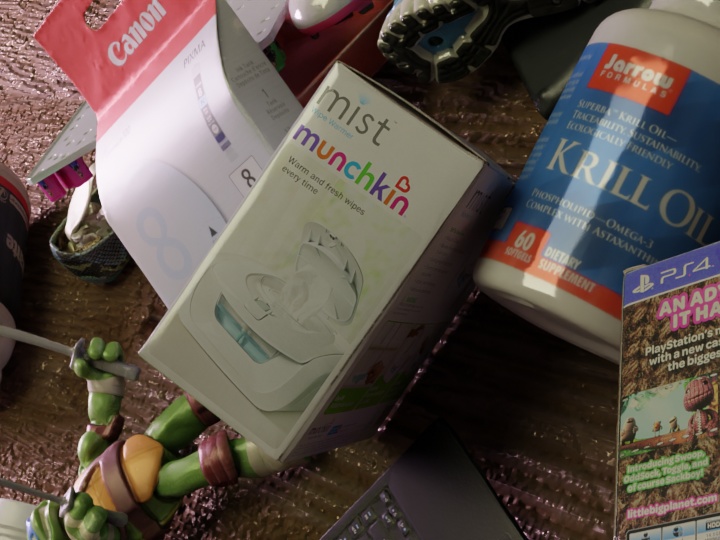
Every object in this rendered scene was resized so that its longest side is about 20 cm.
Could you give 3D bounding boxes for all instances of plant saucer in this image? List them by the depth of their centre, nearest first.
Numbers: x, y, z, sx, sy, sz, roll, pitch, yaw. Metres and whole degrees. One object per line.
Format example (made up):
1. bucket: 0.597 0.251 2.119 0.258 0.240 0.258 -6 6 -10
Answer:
1. plant saucer: -0.046 -0.135 1.084 0.200 0.037 0.200 -12 30 46

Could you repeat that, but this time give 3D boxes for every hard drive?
1. hard drive: 0.162 -0.191 0.931 0.200 0.033 0.140 -43 39 22

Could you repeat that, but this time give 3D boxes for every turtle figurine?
1. turtle figurine: -0.143 0.096 0.978 0.194 0.200 0.144 -25 10 6

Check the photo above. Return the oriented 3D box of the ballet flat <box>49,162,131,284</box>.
1. ballet flat: -0.166 -0.077 1.215 0.200 0.074 0.074 -55 36 7

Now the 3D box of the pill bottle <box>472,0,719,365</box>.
1. pill bottle: 0.146 -0.058 0.791 0.112 0.112 0.200 21 83 54

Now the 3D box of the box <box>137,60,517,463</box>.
1. box: 0.000 0.000 0.850 0.097 0.200 0.177 35 96 12

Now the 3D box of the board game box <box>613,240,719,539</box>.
1. board game box: 0.194 0.084 0.647 0.159 0.097 0.200 -21 51 41

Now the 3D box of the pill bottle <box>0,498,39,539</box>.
1. pill bottle: -0.241 0.254 1.044 0.104 0.104 0.200 -8 59 47

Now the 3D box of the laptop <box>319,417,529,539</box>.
1. laptop: -0.009 0.192 0.781 0.200 0.103 0.177 -47 52 17

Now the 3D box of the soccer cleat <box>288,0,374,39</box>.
1. soccer cleat: -0.016 -0.225 1.063 0.070 0.086 0.200 -22 24 29

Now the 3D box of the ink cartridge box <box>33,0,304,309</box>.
1. ink cartridge box: -0.118 -0.093 0.955 0.047 0.200 0.160 -37 0 -43

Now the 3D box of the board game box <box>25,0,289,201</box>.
1. board game box: -0.120 -0.138 1.111 0.200 0.026 0.200 -27 21 21

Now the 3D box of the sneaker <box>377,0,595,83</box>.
1. sneaker: 0.087 -0.192 0.930 0.200 0.078 0.090 -26 44 38

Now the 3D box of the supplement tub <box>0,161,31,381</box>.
1. supplement tub: -0.347 0.010 1.310 0.140 0.140 0.200 -31 45 34
